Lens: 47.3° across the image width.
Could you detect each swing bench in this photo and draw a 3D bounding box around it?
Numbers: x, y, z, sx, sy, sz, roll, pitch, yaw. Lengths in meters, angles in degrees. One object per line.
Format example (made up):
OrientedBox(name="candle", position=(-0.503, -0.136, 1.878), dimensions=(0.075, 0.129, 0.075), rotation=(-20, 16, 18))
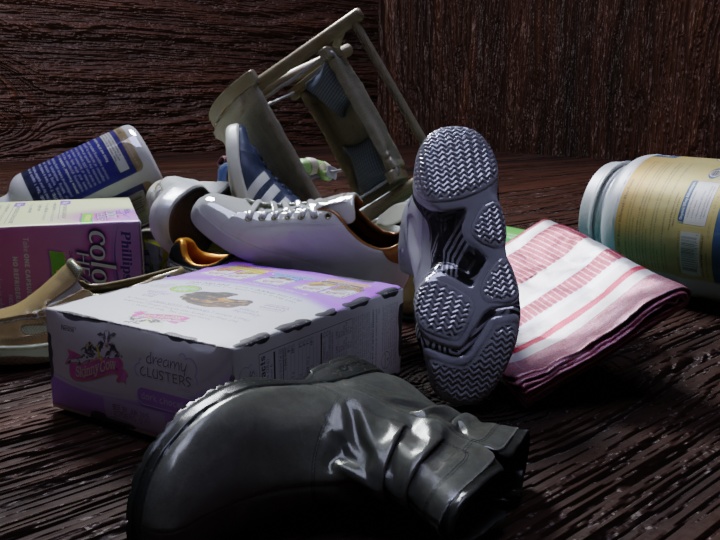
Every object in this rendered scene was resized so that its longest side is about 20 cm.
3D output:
OrientedBox(name="swing bench", position=(-0.041, -0.139, 0.916), dimensions=(0.198, 0.201, 0.130), rotation=(-32, 1, -7))

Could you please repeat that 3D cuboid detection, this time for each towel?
OrientedBox(name="towel", position=(0.141, 0.019, 0.651), dimensions=(0.143, 0.023, 0.200), rotation=(-31, 25, -6))

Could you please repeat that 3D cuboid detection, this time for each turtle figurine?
OrientedBox(name="turtle figurine", position=(-0.091, -0.074, 1.068), dimensions=(0.196, 0.147, 0.194), rotation=(9, -4, -3))

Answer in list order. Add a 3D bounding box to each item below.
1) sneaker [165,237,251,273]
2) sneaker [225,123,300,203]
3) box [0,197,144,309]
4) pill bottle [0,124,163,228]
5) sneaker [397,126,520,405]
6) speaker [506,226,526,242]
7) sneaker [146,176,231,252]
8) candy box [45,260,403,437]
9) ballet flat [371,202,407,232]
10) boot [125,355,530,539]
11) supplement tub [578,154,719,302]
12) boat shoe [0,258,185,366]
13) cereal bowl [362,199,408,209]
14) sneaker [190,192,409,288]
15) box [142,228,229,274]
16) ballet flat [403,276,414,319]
OrientedBox(name="sneaker", position=(-0.089, 0.015, 0.742), dimensions=(0.196, 0.079, 0.078), rotation=(3, 10, 4))
OrientedBox(name="sneaker", position=(-0.084, -0.063, 0.841), dimensions=(0.083, 0.203, 0.075), rotation=(-15, -15, -10))
OrientedBox(name="box", position=(-0.317, -0.009, 0.801), dimensions=(0.197, 0.099, 0.176), rotation=(-5, 13, -19))
OrientedBox(name="pill bottle", position=(-0.326, -0.075, 0.941), dimensions=(0.198, 0.117, 0.115), rotation=(-28, 20, -15))
OrientedBox(name="sneaker", position=(0.070, 0.005, 0.622), dimensions=(0.074, 0.204, 0.115), rotation=(-1, -17, -3))
OrientedBox(name="speaker", position=(0.152, 0.001, 0.798), dimensions=(0.087, 0.090, 0.199), rotation=(-8, 14, -34))
OrientedBox(name="sneaker", position=(-0.193, -0.057, 0.854), dimensions=(0.083, 0.074, 0.200), rotation=(6, 9, 5))
OrientedBox(name="candy box", position=(-0.089, 0.051, 0.586), dimensions=(0.165, 0.073, 0.199), rotation=(8, 14, 31))
OrientedBox(name="ballet flat", position=(0.038, -0.037, 0.858), dimensions=(0.063, 0.068, 0.200), rotation=(23, -20, -16))
OrientedBox(name="boot", position=(-0.002, 0.097, 0.403), dimensions=(0.129, 0.069, 0.199), rotation=(16, 20, 34))
OrientedBox(name="supplement tub", position=(0.350, -0.047, 0.878), dimensions=(0.143, 0.147, 0.199), rotation=(-9, 15, -37))
OrientedBox(name="boat shoe", position=(-0.238, 0.028, 0.675), dimensions=(0.197, 0.078, 0.071), rotation=(-7, 14, -29))
OrientedBox(name="cereal bowl", position=(0.047, -0.055, 1.056), dimensions=(0.196, 0.085, 0.200), rotation=(0, 11, 0))
OrientedBox(name="sneaker", position=(-0.046, -0.043, 0.713), dimensions=(0.197, 0.086, 0.073), rotation=(19, 27, -3))
OrientedBox(name="box", position=(-0.188, -0.017, 0.958), dimensions=(0.116, 0.049, 0.199), rotation=(-10, 14, -36))
OrientedBox(name="ballet flat", position=(0.000, 0.000, 0.844), dimensions=(0.198, 0.064, 0.068), rotation=(11, 18, 43))
